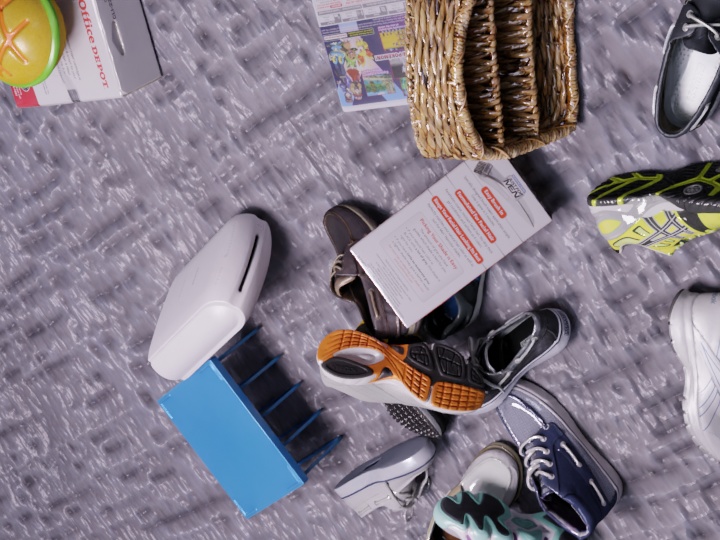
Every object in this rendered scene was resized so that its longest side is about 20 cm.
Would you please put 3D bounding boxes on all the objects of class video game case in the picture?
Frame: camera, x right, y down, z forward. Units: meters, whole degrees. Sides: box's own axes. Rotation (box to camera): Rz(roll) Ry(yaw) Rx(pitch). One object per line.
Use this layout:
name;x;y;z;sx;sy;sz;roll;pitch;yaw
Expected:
video game case;0.040;-0.273;1.553;0.199;0.023;0.184;-2;113;35

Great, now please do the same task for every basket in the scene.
basket;0.133;-0.214;1.422;0.148;0.143;0.202;5;116;22

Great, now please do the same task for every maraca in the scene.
maraca;-0.436;-0.298;1.713;0.199;0.107;0.138;21;111;32

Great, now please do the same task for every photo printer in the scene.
photo printer;-0.187;0.029;1.794;0.069;0.167;0.200;31;136;-19

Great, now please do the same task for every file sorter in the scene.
file sorter;-0.142;0.199;1.882;0.201;0.123;0.139;53;133;-1

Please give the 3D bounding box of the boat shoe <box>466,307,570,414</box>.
boat shoe;0.156;0.107;1.635;0.199;0.068;0.074;-37;59;42

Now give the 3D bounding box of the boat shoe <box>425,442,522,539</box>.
boat shoe;0.141;0.300;1.772;0.075;0.068;0.201;36;130;14

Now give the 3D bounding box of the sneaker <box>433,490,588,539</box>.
sneaker;0.167;0.352;1.724;0.198;0.078;0.141;16;124;-10

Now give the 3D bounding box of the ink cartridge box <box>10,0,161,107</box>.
ink cartridge box;-0.366;-0.293;1.791;0.199;0.084;0.146;1;115;36

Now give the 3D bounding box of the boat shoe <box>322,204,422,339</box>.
boat shoe;0.000;0.000;1.659;0.200;0.073;0.075;55;152;34

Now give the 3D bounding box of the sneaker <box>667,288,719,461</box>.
sneaker;0.385;0.115;1.492;0.086;0.074;0.202;-4;113;32

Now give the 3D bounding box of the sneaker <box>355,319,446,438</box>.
sneaker;0.061;0.124;1.733;0.070;0.090;0.200;6;145;47

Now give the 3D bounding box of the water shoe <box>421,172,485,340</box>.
water shoe;0.107;-0.012;1.612;0.071;0.079;0.202;14;122;29

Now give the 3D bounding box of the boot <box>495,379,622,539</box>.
boot;0.219;0.218;1.654;0.200;0.090;0.073;44;132;7

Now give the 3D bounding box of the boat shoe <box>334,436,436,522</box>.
boat shoe;0.047;0.283;1.826;0.086;0.075;0.202;52;137;-3

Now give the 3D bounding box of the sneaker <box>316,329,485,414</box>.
sneaker;0.045;0.123;1.622;0.198;0.076;0.092;17;157;1

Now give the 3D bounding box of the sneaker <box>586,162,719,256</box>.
sneaker;0.329;-0.059;1.439;0.199;0.075;0.077;2;124;47

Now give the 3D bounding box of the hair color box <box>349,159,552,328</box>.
hair color box;0.100;-0.042;1.548;0.199;0.064;0.111;-36;91;10

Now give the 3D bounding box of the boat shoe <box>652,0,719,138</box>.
boat shoe;0.331;-0.218;1.346;0.075;0.060;0.202;22;126;24
